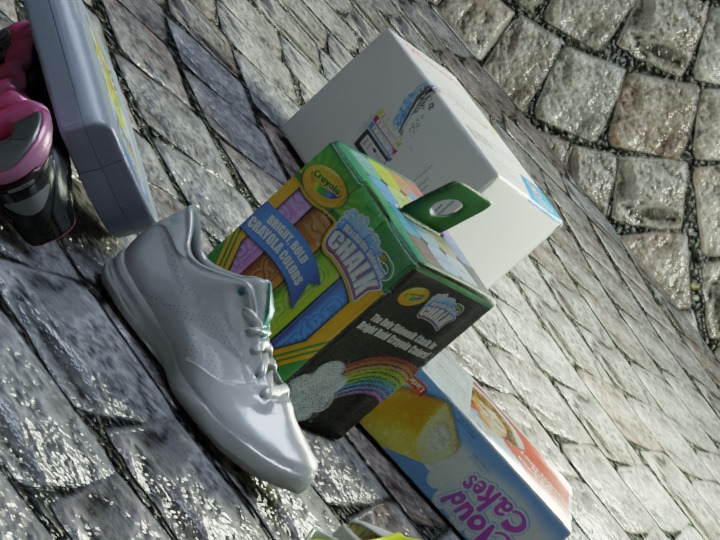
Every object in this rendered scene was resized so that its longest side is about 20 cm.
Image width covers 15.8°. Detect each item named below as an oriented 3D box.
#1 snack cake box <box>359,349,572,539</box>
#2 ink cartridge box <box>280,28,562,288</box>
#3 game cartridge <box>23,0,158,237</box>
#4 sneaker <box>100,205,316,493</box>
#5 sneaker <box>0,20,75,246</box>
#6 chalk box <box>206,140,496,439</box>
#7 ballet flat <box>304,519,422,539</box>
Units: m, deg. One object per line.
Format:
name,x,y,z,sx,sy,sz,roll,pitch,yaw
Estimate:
snack cake box,0.073,0.131,1.977,0.200,0.067,0.115,48,11,-6
ink cartridge box,0.055,-0.089,2.391,0.147,0.145,0.200,30,22,-56
game cartridge,-0.174,-0.099,1.702,0.200,0.040,0.134,74,2,-71
sneaker,-0.080,0.047,1.658,0.200,0.088,0.075,52,12,14
sneaker,-0.218,-0.085,1.659,0.096,0.079,0.200,59,8,-33
chalk box,0.000,0.000,1.811,0.124,0.200,0.125,55,14,29
ballet flat,0.000,0.183,1.593,0.067,0.067,0.200,38,10,18
